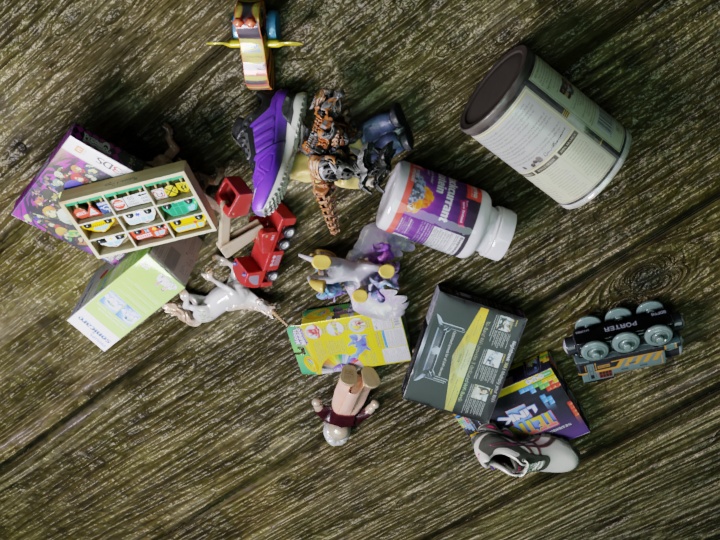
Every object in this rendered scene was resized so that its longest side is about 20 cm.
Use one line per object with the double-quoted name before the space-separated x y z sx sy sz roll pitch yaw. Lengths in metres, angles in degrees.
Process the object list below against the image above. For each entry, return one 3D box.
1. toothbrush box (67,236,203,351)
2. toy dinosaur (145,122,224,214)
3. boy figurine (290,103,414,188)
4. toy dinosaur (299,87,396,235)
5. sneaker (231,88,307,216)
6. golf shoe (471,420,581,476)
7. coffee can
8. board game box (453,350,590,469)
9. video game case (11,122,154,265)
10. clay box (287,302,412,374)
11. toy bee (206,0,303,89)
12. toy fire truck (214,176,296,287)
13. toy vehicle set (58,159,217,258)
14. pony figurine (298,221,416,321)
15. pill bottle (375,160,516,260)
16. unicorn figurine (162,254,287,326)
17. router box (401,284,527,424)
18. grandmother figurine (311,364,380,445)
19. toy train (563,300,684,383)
"toothbrush box" -0.365 0.016 1.491 0.200 0.146 0.086 -37 113 24
"toy dinosaur" -0.299 -0.132 1.435 0.200 0.086 0.135 34 120 -23
"boy figurine" -0.018 -0.177 1.392 0.199 0.064 0.125 -22 110 18
"toy dinosaur" -0.029 -0.160 1.332 0.135 0.102 0.201 9 124 25
"sneaker" -0.147 -0.179 1.355 0.099 0.201 0.070 14 165 0
"golf shoe" 0.292 0.332 1.606 0.199 0.088 0.077 12 121 -5
"coffee can" 0.263 -0.203 1.307 0.200 0.147 0.146 34 118 -16
"board game box" 0.285 0.254 1.640 0.199 0.057 0.166 -27 115 19
"video game case" -0.399 -0.108 1.379 0.181 0.036 0.200 30 129 -28
"clay box" -0.018 0.114 1.582 0.199 0.048 0.115 -8 123 10
"toy bee" -0.159 -0.337 1.281 0.130 0.109 0.201 -17 119 16
"toy fire truck" -0.177 -0.054 1.444 0.141 0.049 0.201 -7 133 -40
"toy vehicle set" -0.327 -0.088 1.355 0.199 0.027 0.125 -13 136 11
"pony figurine" 0.000 0.000 1.440 0.192 0.200 0.167 8 97 -7
"pill bottle" 0.134 -0.086 1.410 0.199 0.112 0.112 19 121 -8
"unicorn figurine" -0.231 0.044 1.550 0.199 0.074 0.137 -16 130 30
"router box" 0.173 0.142 1.546 0.156 0.052 0.201 18 103 -4
"grandmother figurine" -0.029 0.248 1.637 0.121 0.061 0.201 13 135 -3
"toy train" 0.444 0.123 1.536 0.199 0.085 0.114 -15 131 11
